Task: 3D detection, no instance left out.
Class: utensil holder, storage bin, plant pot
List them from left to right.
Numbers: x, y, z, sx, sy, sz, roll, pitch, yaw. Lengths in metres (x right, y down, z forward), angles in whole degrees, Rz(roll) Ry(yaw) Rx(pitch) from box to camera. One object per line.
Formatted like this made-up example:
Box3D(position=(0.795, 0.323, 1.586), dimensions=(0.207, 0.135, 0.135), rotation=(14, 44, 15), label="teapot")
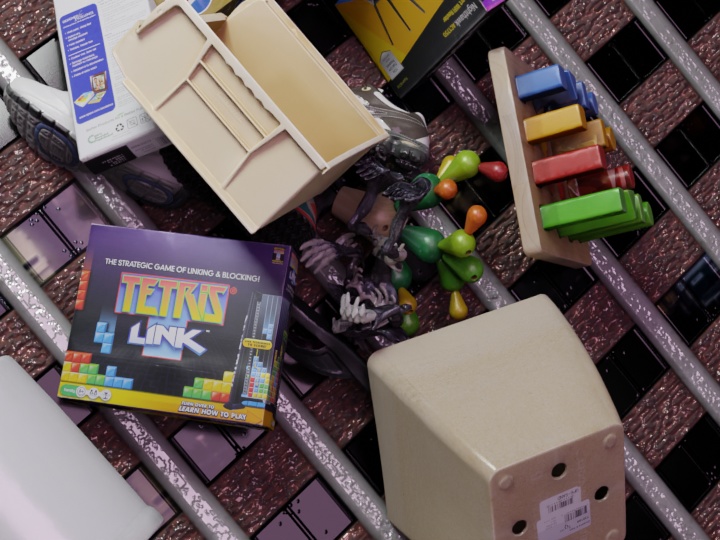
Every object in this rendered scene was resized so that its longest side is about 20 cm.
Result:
Box3D(position=(-0.295, 0.199, 0.966), dimensions=(0.170, 0.170, 0.200), rotation=(-42, 89, -18), label="utensil holder")
Box3D(position=(-0.093, -0.152, 1.005), dimensions=(0.094, 0.200, 0.199), rotation=(-40, 90, 22), label="storage bin")
Box3D(position=(0.139, 0.171, 1.038), dimensions=(0.197, 0.177, 0.203), rotation=(-17, 118, -17), label="plant pot")

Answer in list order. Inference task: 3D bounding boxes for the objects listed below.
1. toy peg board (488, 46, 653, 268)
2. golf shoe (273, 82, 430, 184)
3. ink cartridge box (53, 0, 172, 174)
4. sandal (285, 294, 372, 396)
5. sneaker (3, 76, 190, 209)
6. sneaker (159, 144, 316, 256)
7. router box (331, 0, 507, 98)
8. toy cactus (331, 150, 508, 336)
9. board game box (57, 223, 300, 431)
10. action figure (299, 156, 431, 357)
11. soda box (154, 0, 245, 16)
Box3D(position=(0.220, -0.116, 1.136), dimensions=(0.096, 0.199, 0.203), rotation=(-13, 81, 24), label="toy peg board")
Box3D(position=(-0.023, -0.151, 1.160), dimensions=(0.197, 0.078, 0.095), rotation=(20, 52, -7), label="golf shoe")
Box3D(position=(-0.227, -0.194, 1.047), dimensions=(0.093, 0.037, 0.203), rotation=(-20, 66, 7), label="ink cartridge box")
Box3D(position=(-0.035, 0.084, 1.107), dimensions=(0.200, 0.075, 0.048), rotation=(45, 90, -4), label="sandal")
Box3D(position=(-0.248, -0.136, 1.097), dimensions=(0.198, 0.074, 0.088), rotation=(27, 62, -15), label="sneaker")
Box3D(position=(-0.118, -0.103, 1.102), dimensions=(0.070, 0.094, 0.199), rotation=(-39, 110, 24), label="sneaker")
Box3D(position=(0.052, -0.281, 1.126), dimensions=(0.051, 0.200, 0.150), rotation=(-36, 90, -27), label="router box")
Box3D(position=(0.053, -0.041, 1.121), dimensions=(0.163, 0.202, 0.102), rotation=(26, 32, 12), label="toy cactus")
Box3D(position=(-0.166, 0.052, 1.047), dimensions=(0.196, 0.057, 0.168), rotation=(6, 79, 8), label="board game box")
Box3D(position=(0.000, 0.000, 1.054), dimensions=(0.101, 0.119, 0.203), rotation=(-12, 127, -39), label="action figure")
Box3D(position=(-0.153, -0.289, 1.144), dimensions=(0.199, 0.064, 0.068), rotation=(-41, 93, -19), label="soda box")
